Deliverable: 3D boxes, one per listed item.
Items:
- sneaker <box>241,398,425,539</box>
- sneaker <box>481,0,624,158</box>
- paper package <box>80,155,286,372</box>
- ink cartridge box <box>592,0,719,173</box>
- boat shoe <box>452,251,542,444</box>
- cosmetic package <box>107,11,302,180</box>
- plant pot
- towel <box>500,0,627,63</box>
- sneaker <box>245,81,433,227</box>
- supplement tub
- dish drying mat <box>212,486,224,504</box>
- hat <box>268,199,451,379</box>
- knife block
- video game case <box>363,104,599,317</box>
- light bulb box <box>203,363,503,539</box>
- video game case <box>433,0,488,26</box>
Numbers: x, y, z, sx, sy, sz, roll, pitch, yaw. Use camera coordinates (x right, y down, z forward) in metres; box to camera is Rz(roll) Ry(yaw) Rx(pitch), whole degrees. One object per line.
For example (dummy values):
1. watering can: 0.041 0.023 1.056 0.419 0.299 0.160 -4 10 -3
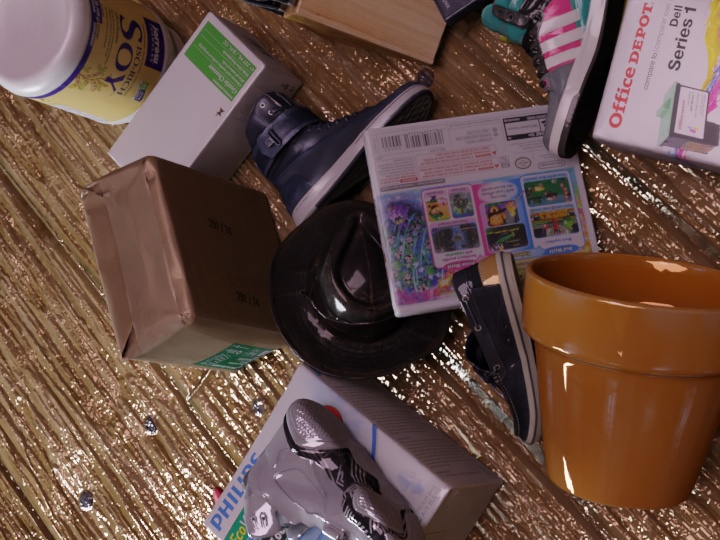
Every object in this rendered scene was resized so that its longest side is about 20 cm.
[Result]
1. sneaker: -0.029 0.219 1.125 0.115 0.075 0.200 -48 58 15
2. sneaker: 0.170 -0.211 1.192 0.121 0.084 0.200 13 86 25
3. paper package: -0.171 0.000 1.309 0.103 0.200 0.191 -25 70 25
4. ink cartridge box: 0.321 -0.159 1.105 0.200 0.084 0.145 17 96 29
5. boat shoe: 0.128 0.074 1.153 0.062 0.075 0.200 -12 120 9
6. cosmetic package: -0.172 -0.168 1.402 0.108 0.085 0.200 44 104 25
7. plant pot: 0.232 0.095 1.079 0.200 0.200 0.183 12 105 31
8. towel: 0.233 -0.243 1.218 0.200 0.018 0.086 19 98 30
9. sneaker: -0.031 -0.157 1.322 0.202 0.077 0.146 -43 67 19
10. supplement tub: -0.303 -0.246 1.421 0.145 0.200 0.145 -5 81 30
11. dish drying mat: -0.098 0.317 1.301 0.018 0.077 0.200 -27 65 -14
12. hat: 0.000 0.000 1.221 0.200 0.081 0.201 0 59 -1
13. knife block: -0.032 -0.277 1.282 0.200 0.176 0.064 21 94 31
14. video game case: 0.115 -0.059 1.194 0.200 0.024 0.182 -8 77 -6
15. light bulb box: -0.009 0.225 1.226 0.200 0.125 0.198 36 101 28
16. video game case: 0.143 -0.354 1.266 0.200 0.019 0.143 -32 63 17
